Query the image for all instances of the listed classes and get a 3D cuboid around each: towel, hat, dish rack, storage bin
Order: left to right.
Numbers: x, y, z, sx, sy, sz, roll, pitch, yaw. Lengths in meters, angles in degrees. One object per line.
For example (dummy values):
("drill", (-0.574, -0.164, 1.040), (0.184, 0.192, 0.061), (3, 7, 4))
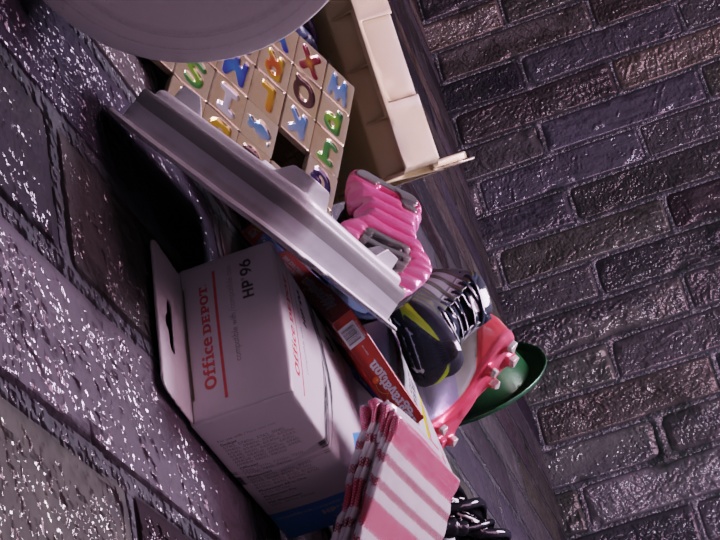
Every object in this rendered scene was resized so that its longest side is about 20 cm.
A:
("dish rack", (-0.054, -0.043, 0.918), (0.171, 0.044, 0.200), (36, -3, 28))
("storage bin", (-0.009, -0.167, 1.289), (0.198, 0.093, 0.202), (-14, -85, 60))
("towel", (0.007, 0.197, 0.932), (0.146, 0.030, 0.201), (52, 53, -58))
("hat", (0.055, 0.038, 1.378), (0.177, 0.199, 0.166), (69, 26, -16))

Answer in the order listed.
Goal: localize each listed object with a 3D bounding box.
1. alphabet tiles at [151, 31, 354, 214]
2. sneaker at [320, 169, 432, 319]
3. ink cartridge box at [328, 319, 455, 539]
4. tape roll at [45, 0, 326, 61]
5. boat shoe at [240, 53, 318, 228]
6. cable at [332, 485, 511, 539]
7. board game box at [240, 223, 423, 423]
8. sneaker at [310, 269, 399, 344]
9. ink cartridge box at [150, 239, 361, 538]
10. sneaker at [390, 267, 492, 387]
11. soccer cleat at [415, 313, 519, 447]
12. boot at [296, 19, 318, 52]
("alphabet tiles", (-0.081, -0.136, 1.073), (0.200, 0.008, 0.168), (41, 42, -32))
("sneaker", (0.000, 0.000, 1.112), (0.079, 0.096, 0.200), (30, 21, -8))
("ink cartridge box", (0.019, 0.162, 1.142), (0.146, 0.082, 0.201), (-92, 161, -61))
("tape roll", (-0.097, -0.237, 0.819), (0.140, 0.201, 0.204), (-94, 163, -53))
("boat shoe", (-0.075, -0.104, 1.140), (0.065, 0.071, 0.201), (-68, 138, -75))
("cable", (0.044, 0.225, 1.038), (0.200, 0.051, 0.164), (50, 63, -33))
("board game box", (-0.024, 0.035, 1.055), (0.103, 0.019, 0.200), (58, -8, -28))
("sneaker", (0.001, 0.068, 1.262), (0.200, 0.075, 0.088), (57, 23, -58))
("ink cartridge box", (-0.058, 0.067, 0.917), (0.200, 0.067, 0.117), (60, 15, -51))
("sneaker", (0.064, 0.032, 1.154), (0.200, 0.080, 0.074), (-104, 172, -76))
("soccer cleat", (0.059, 0.115, 1.292), (0.076, 0.200, 0.067), (33, -20, 26))
("boot", (-0.067, -0.157, 1.225), (0.200, 0.090, 0.073), (61, 14, -48))
